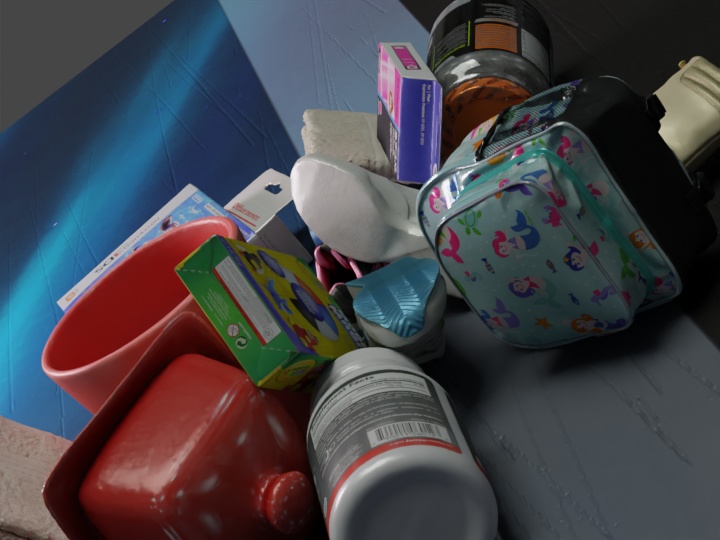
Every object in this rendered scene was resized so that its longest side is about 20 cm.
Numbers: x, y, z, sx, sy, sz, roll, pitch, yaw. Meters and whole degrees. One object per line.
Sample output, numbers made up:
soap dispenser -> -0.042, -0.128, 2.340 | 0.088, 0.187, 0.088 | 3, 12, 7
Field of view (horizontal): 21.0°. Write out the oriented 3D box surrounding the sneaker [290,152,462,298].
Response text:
sneaker -> 0.036, -0.045, 1.663 | 0.088, 0.200, 0.075 | -42, -23, -54

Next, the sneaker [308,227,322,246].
sneaker -> -0.005, -0.069, 1.888 | 0.078, 0.070, 0.200 | -22, 27, 10

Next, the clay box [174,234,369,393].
clay box -> -0.055, 0.039, 1.503 | 0.048, 0.115, 0.200 | -41, -17, 13

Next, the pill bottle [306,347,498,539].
pill bottle -> 0.023, 0.137, 1.379 | 0.116, 0.116, 0.200 | -36, 22, 6

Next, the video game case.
video game case -> -0.188, 0.012, 1.858 | 0.181, 0.045, 0.200 | -43, 27, -6

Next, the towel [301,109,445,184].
towel -> 0.010, -0.118, 1.885 | 0.132, 0.035, 0.200 | 2, 17, -4

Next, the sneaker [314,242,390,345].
sneaker -> 0.000, 0.000, 1.703 | 0.079, 0.095, 0.200 | -31, 22, 24

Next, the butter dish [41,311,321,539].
butter dish -> -0.096, 0.162, 1.428 | 0.148, 0.200, 0.200 | 4, 47, 44

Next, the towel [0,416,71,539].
towel -> -0.238, 0.188, 1.576 | 0.133, 0.200, 0.035 | -89, 22, -63

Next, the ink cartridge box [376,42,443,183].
ink cartridge box -> 0.043, -0.139, 1.740 | 0.037, 0.095, 0.200 | -1, 18, -9

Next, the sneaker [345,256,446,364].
sneaker -> 0.038, 0.040, 1.536 | 0.076, 0.081, 0.200 | -24, 6, 0

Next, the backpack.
backpack -> 0.140, -0.033, 1.450 | 0.200, 0.178, 0.151 | -15, 26, 51

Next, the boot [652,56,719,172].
boot -> 0.224, -0.110, 1.602 | 0.155, 0.073, 0.200 | -43, 25, -10

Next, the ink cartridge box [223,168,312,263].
ink cartridge box -> -0.127, -0.006, 1.937 | 0.200, 0.067, 0.117 | -43, 25, -8

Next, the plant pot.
plant pot -> -0.137, 0.083, 1.638 | 0.200, 0.177, 0.200 | -31, 23, 15

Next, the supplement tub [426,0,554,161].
supplement tub -> 0.120, -0.170, 1.808 | 0.122, 0.123, 0.200 | -30, 23, 20
